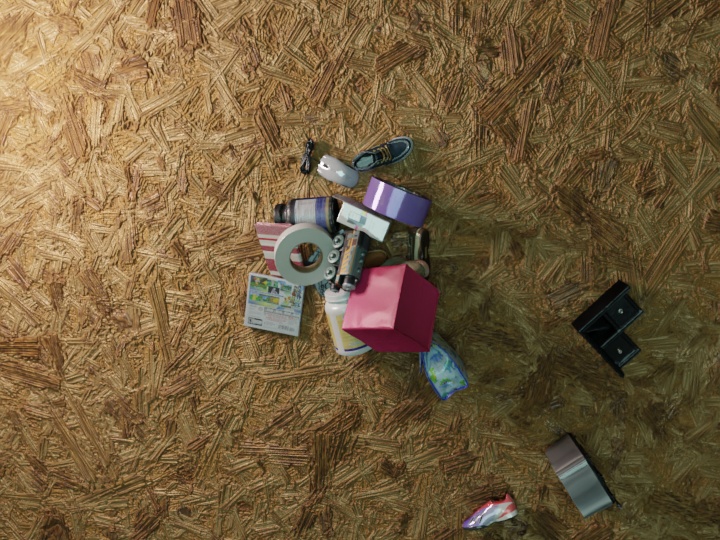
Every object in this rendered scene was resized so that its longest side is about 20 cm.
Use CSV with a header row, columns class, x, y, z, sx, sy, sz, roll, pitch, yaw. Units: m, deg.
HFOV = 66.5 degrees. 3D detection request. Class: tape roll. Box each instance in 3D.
class,x,y,z,sx,sy,sz,roll,pitch,yaw
tape roll,0.110,-0.206,1.646,0.196,0.200,0.087,22,103,4
tape roll,-0.171,-0.048,1.707,0.197,0.037,0.207,-7,121,-11

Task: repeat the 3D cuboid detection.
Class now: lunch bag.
class,x,y,z,sx,sy,sz,roll,pitch,yaw
lunch bag,0.241,0.278,1.725,0.126,0.170,0.203,-31,95,9

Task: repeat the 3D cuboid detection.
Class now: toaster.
class,x,y,z,sx,sy,sz,roll,pitch,yaw
toaster,0.685,0.641,1.709,0.117,0.200,0.183,-34,94,8

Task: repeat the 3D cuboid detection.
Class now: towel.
class,x,y,z,sx,sy,sz,roll,pitch,yaw
towel,-0.251,-0.063,1.757,0.141,0.023,0.204,7,128,25

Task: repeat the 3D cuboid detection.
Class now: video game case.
class,x,y,z,sx,sy,sz,roll,pitch,yaw
video game case,-0.289,0.114,1.851,0.194,0.022,0.188,10,101,7

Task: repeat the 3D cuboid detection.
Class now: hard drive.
class,x,y,z,sx,sy,sz,roll,pitch,yaw
hard drive,-0.088,-0.025,1.786,0.199,0.042,0.135,-42,92,13

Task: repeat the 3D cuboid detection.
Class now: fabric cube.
class,x,y,z,sx,sy,sz,roll,pitch,yaw
fabric cube,0.094,0.117,1.632,0.196,0.199,0.201,-7,60,40

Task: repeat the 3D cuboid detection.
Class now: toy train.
class,x,y,z,sx,sy,sz,roll,pitch,yaw
toy train,-0.037,-0.030,1.649,0.112,0.085,0.205,-4,62,35

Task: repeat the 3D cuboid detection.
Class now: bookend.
class,x,y,z,sx,sy,sz,roll,pitch,yaw
bookend,0.788,0.177,1.667,0.200,0.092,0.199,45,102,-2

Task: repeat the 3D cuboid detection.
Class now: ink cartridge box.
class,x,y,z,sx,sy,sz,roll,pitch,yaw
ink cartridge box,-0.002,-0.166,1.711,0.196,0.117,0.069,25,104,3

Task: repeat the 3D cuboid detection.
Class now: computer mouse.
class,x,y,z,sx,sy,sz,roll,pitch,yaw
computer mouse,-0.097,-0.327,1.735,0.196,0.044,0.112,25,101,4

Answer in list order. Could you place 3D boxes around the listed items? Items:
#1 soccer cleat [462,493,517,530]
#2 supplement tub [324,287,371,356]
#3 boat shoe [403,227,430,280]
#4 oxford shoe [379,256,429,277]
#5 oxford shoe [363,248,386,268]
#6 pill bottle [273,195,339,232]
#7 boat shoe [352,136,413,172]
class,x,y,z,sx,sy,sz,roll,pitch,yaw
soccer cleat,0.429,0.818,1.852,0.197,0.068,0.075,-27,72,16
supplement tub,-0.033,0.151,1.745,0.141,0.146,0.205,-11,107,10
boat shoe,0.176,-0.037,1.741,0.074,0.074,0.208,15,110,38
oxford shoe,0.116,-0.004,1.705,0.197,0.073,0.073,-3,97,46
oxford shoe,0.000,0.000,1.726,0.196,0.072,0.072,-28,126,-3
pill bottle,-0.169,-0.173,1.737,0.194,0.112,0.115,-3,100,10
boat shoe,0.069,-0.352,1.682,0.196,0.091,0.072,-22,96,11
